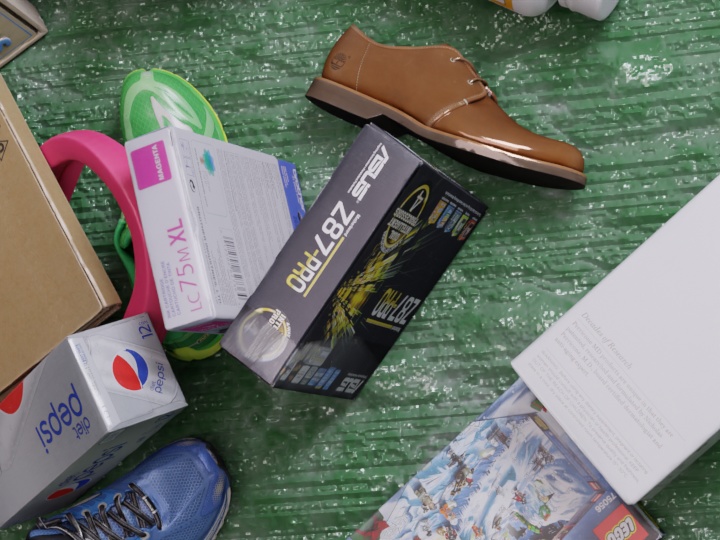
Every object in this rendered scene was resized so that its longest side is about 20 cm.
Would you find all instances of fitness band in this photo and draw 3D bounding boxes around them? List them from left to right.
[{"bbox_3d":[-0.176,-0.004,1.356,0.144,0.037,0.201,52,140,22],"label":"fitness band"}]

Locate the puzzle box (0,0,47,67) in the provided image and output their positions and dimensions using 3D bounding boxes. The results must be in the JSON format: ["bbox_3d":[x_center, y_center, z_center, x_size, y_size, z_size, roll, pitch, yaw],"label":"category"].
[{"bbox_3d":[-0.306,-0.162,1.380,0.133,0.200,0.026,-36,69,8],"label":"puzzle box"}]

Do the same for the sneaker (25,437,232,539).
[{"bbox_3d":[-0.170,0.186,1.371,0.200,0.089,0.079,-40,79,7],"label":"sneaker"}]

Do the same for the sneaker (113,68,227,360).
[{"bbox_3d":[-0.125,-0.042,1.384,0.073,0.084,0.202,-12,82,12],"label":"sneaker"}]

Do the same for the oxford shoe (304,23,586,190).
[{"bbox_3d":[0.064,-0.109,1.355,0.199,0.071,0.072,24,86,15],"label":"oxford shoe"}]

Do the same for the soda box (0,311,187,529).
[{"bbox_3d":[-0.190,0.101,1.339,0.200,0.063,0.069,-39,73,51],"label":"soda box"}]

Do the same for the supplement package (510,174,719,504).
[{"bbox_3d":[0.210,0.037,1.282,0.200,0.117,0.117,-43,77,7],"label":"supplement package"}]

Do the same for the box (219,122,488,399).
[{"bbox_3d":[0.000,0.000,1.291,0.049,0.200,0.162,37,93,15],"label":"box"}]

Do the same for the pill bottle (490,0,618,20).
[{"bbox_3d":[0.082,-0.236,1.340,0.199,0.109,0.110,25,91,14],"label":"pill bottle"}]

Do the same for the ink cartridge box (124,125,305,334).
[{"bbox_3d":[-0.081,-0.020,1.315,0.042,0.200,0.120,-16,82,20],"label":"ink cartridge box"}]

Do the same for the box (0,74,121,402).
[{"bbox_3d":[-0.258,-0.022,1.360,0.163,0.021,0.201,-36,77,31],"label":"box"}]

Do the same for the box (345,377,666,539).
[{"bbox_3d":[0.080,0.186,1.338,0.200,0.040,0.137,-43,76,6],"label":"box"}]
